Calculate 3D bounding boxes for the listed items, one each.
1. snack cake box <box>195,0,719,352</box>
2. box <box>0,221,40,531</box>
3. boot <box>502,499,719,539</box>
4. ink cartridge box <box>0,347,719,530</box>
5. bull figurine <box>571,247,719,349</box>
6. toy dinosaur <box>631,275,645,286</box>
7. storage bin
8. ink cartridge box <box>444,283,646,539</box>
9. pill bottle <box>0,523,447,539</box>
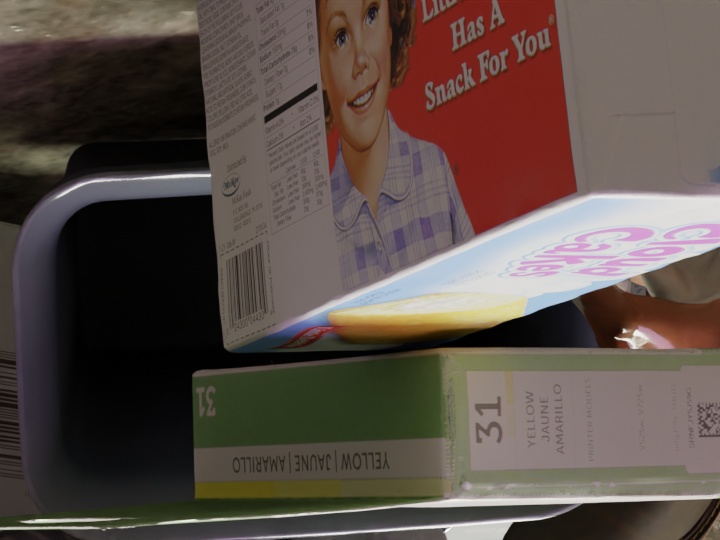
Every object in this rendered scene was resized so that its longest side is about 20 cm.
[{"bbox_3d":[0.027,-0.052,0.632,0.067,0.116,0.200,0,170,-25],"label":"snack cake box"},{"bbox_3d":[-0.194,0.082,1.025,0.106,0.153,0.199,11,153,-39],"label":"box"},{"bbox_3d":[0.124,0.053,1.059,0.200,0.075,0.097,-38,141,-9],"label":"boot"},{"bbox_3d":[-0.014,0.048,0.740,0.199,0.048,0.145,3,174,-31],"label":"ink cartridge box"},{"bbox_3d":[0.148,-0.033,0.784,0.121,0.200,0.065,38,-168,-26],"label":"bull figurine"},{"bbox_3d":[0.114,-0.026,0.934,0.199,0.087,0.135,-1,170,38],"label":"toy dinosaur"},{"bbox_3d":[-0.021,-0.002,0.904,0.198,0.147,0.134,-3,-163,-9],"label":"storage bin"},{"bbox_3d":[0.135,0.042,1.159,0.161,0.050,0.200,5,137,-46],"label":"ink cartridge box"},{"bbox_3d":[-0.069,0.132,0.903,0.199,0.117,0.116,-17,178,-34],"label":"pill bottle"}]
